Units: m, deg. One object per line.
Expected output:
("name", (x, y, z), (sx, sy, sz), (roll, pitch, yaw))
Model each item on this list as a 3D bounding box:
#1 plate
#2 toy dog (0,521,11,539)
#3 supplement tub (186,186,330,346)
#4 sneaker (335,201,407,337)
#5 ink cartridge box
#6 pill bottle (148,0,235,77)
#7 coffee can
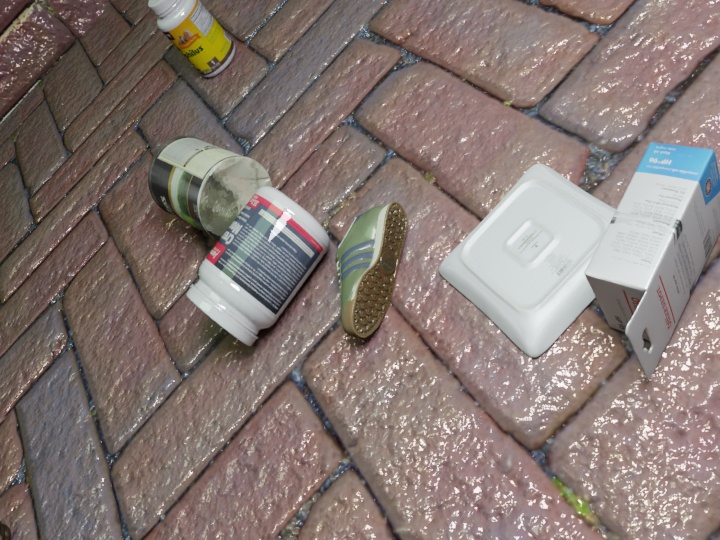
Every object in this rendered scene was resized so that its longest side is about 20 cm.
("plate", (0.210, -0.027, 0.798), (0.200, 0.032, 0.200), (-45, 45, 1))
("toy dog", (-0.618, 0.479, 1.015), (0.194, 0.136, 0.205), (133, 151, -57))
("supplement tub", (-0.150, -0.007, 0.978), (0.139, 0.140, 0.202), (29, 79, 45))
("sneaker", (0.000, 0.000, 0.919), (0.088, 0.067, 0.204), (-5, 57, 43))
("ink cartridge box", (0.292, -0.009, 0.663), (0.067, 0.116, 0.203), (19, 72, 43))
("pill bottle", (-0.379, -0.543, 1.481), (0.107, 0.200, 0.112), (-19, 49, 24))
("coffee can", (-0.265, -0.145, 1.156), (0.198, 0.146, 0.148), (25, 76, 44))
